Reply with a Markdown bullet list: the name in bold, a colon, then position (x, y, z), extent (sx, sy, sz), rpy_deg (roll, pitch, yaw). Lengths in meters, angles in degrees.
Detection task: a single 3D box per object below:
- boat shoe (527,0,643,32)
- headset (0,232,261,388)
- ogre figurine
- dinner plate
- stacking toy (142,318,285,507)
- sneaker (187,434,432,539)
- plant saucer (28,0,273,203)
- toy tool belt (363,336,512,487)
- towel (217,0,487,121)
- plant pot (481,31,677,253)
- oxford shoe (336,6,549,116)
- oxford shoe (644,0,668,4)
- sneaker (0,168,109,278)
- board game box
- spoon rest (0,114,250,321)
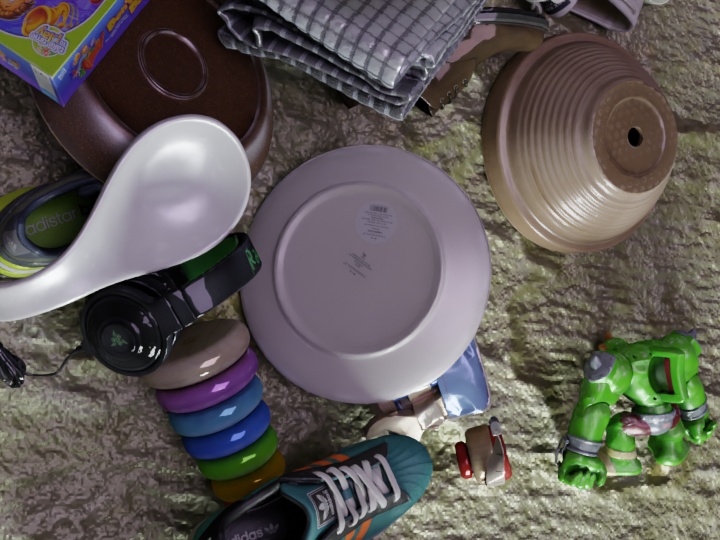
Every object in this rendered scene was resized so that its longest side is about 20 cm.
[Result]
- **boat shoe**: position (0.174, -0.260, 1.007), extent (0.199, 0.071, 0.070), rpy_deg (13, 82, -34)
- **headset**: position (-0.168, 0.020, 0.800), extent (0.199, 0.124, 0.094), rpy_deg (-30, 105, -4)
- **ogre figurine**: position (0.259, 0.120, 1.042), extent (0.198, 0.098, 0.121), rpy_deg (-4, 104, -17)
- **dinner plate**: position (0.000, 0.000, 0.871), extent (0.198, 0.024, 0.202), rpy_deg (-2, 80, 11)
- **stacking toy**: position (-0.092, 0.142, 0.865), extent (0.085, 0.085, 0.201), rpy_deg (-28, 108, -25)
- **sneaker**: position (-0.025, 0.171, 0.814), extent (0.199, 0.080, 0.072), rpy_deg (-22, 82, -24)
- **plant saucer**: position (-0.140, -0.142, 0.815), extent (0.199, 0.032, 0.202), rpy_deg (19, 58, -33)
- **toy tool belt**: position (0.040, 0.088, 0.926), extent (0.122, 0.125, 0.202), rpy_deg (-15, 96, 4)
- **towel**: position (0.002, -0.210, 0.848), extent (0.165, 0.086, 0.200), rpy_deg (30, 52, 5)
- **plant pot**: position (0.215, -0.116, 1.016), extent (0.199, 0.093, 0.203), rpy_deg (0, 90, -29)
- **oxford shoe**: position (0.067, -0.174, 0.951), extent (0.198, 0.073, 0.085), rpy_deg (-13, 100, -15)
- **oxford shoe**: position (0.275, -0.352, 1.064), extent (0.075, 0.058, 0.202), rpy_deg (-13, 95, -25)
- **sneaker**: position (-0.171, -0.049, 0.814), extent (0.199, 0.081, 0.074), rpy_deg (-30, 105, -24)
- **board game box**: position (-0.236, -0.220, 0.748), extent (0.199, 0.045, 0.135), rpy_deg (34, 74, 4)
- **spoon rest**: position (-0.158, -0.027, 0.740), extent (0.199, 0.061, 0.100), rpy_deg (-32, 127, -11)
